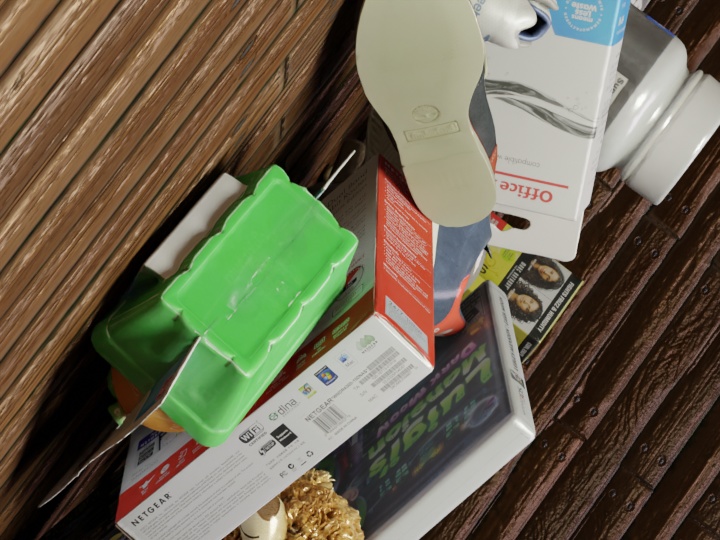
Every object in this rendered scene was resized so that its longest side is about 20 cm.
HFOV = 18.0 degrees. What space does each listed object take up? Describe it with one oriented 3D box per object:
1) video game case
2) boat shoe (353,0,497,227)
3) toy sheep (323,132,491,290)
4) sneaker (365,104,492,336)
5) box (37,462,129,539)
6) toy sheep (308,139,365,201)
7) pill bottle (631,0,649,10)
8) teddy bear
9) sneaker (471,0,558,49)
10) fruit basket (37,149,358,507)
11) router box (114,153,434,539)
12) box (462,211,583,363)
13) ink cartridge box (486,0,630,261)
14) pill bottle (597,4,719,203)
[{"bbox_3d":[0.018,0.112,1.357,0.200,0.023,0.182,-42,-160,16],"label":"video game case"},{"bbox_3d":[0.039,-0.110,1.254,0.201,0.070,0.063,72,15,-48],"label":"boat shoe"},{"bbox_3d":[0.033,-0.034,1.671,0.138,0.137,0.200,-56,176,35],"label":"toy sheep"},{"bbox_3d":[0.050,-0.053,1.393,0.075,0.084,0.202,-2,-113,43],"label":"sneaker"},{"bbox_3d":[-0.121,0.141,1.422,0.200,0.044,0.160,-41,-171,-1],"label":"box"},{"bbox_3d":[0.000,0.000,1.487,0.138,0.137,0.200,-53,159,-10],"label":"toy sheep"},{"bbox_3d":[0.155,-0.207,1.774,0.200,0.113,0.114,-53,176,-25],"label":"pill bottle"},{"bbox_3d":[-0.094,0.181,1.279,0.199,0.067,0.145,-27,-157,26],"label":"teddy bear"},{"bbox_3d":[0.078,-0.168,1.363,0.075,0.087,0.200,-57,177,23],"label":"sneaker"},{"bbox_3d":[-0.092,0.030,1.199,0.186,0.094,0.200,-51,-169,-32],"label":"fruit basket"},{"bbox_3d":[-0.046,0.050,1.278,0.200,0.049,0.180,-40,-158,21],"label":"router box"},{"bbox_3d":[0.074,-0.019,1.797,0.075,0.199,0.050,-50,176,-27],"label":"box"},{"bbox_3d":[0.108,-0.106,1.534,0.067,0.115,0.202,-44,145,-73],"label":"ink cartridge box"},{"bbox_3d":[0.160,-0.144,1.617,0.114,0.199,0.114,-53,177,-4],"label":"pill bottle"}]
